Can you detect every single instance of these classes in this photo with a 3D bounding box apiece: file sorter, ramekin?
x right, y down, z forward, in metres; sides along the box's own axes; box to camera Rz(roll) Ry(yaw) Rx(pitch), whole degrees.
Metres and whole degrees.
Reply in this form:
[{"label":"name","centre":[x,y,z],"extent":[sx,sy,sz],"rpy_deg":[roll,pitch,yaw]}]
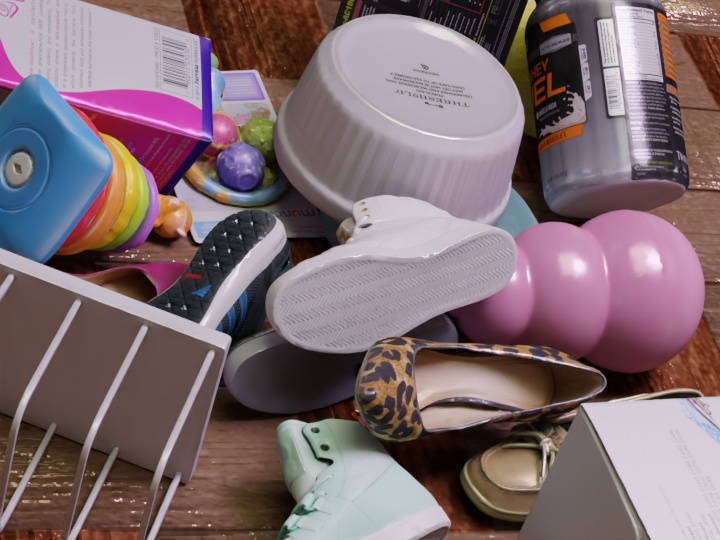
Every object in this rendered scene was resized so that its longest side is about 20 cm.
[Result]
[{"label":"file sorter","centre":[-0.206,0.092,1.286],"extent":[0.199,0.139,0.125],"rpy_deg":[21,43,2]},{"label":"ramekin","centre":[0.037,-0.118,1.585],"extent":[0.201,0.095,0.203],"rpy_deg":[14,38,-11]}]

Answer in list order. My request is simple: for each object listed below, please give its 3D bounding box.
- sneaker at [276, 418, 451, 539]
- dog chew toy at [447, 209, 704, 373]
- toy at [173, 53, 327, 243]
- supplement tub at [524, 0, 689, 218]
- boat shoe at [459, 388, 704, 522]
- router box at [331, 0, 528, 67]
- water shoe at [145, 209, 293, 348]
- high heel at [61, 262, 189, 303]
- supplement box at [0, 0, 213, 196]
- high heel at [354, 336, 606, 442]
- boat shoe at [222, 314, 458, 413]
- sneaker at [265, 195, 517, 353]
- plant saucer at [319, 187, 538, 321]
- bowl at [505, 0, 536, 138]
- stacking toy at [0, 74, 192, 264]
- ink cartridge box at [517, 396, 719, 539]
[{"label":"sneaker","centre":[-0.044,0.162,1.316],"extent":[0.200,0.074,0.118],"rpy_deg":[-15,56,-47]},{"label":"dog chew toy","centre":[0.158,0.017,1.527],"extent":[0.199,0.125,0.125],"rpy_deg":[-2,44,-18]},{"label":"toy","centre":[-0.104,-0.108,1.621],"extent":[0.114,0.047,0.201],"rpy_deg":[-4,44,-24]},{"label":"supplement tub","centre":[0.202,-0.153,1.674],"extent":[0.122,0.122,0.201],"rpy_deg":[0,75,-22]},{"label":"boat shoe","centre":[0.162,0.127,1.447],"extent":[0.199,0.063,0.073],"rpy_deg":[-7,46,-28]},{"label":"router box","centre":[0.059,-0.219,1.693],"extent":[0.149,0.201,0.062],"rpy_deg":[19,31,0]},{"label":"water shoe","centre":[-0.109,0.045,1.423],"extent":[0.071,0.079,0.200],"rpy_deg":[15,52,41]},{"label":"high heel","centre":[-0.182,0.014,1.413],"extent":[0.067,0.096,0.200],"rpy_deg":[40,44,23]},{"label":"supplement box","centre":[-0.222,-0.136,1.519],"extent":[0.199,0.103,0.102],"rpy_deg":[15,53,-27]},{"label":"high heel","centre":[0.082,0.077,1.374],"extent":[0.142,0.072,0.200],"rpy_deg":[-5,-3,20]},{"label":"boat shoe","centre":[-0.022,0.050,1.462],"extent":[0.199,0.070,0.066],"rpy_deg":[-12,41,-33]},{"label":"sneaker","centre":[0.000,0.000,1.444],"extent":[0.199,0.074,0.115],"rpy_deg":[-13,23,-30]},{"label":"plant saucer","centre":[0.066,-0.040,1.612],"extent":[0.199,0.036,0.201],"rpy_deg":[14,39,-12]},{"label":"bowl","centre":[0.198,-0.210,1.811],"extent":[0.199,0.108,0.201],"rpy_deg":[12,40,-10]},{"label":"stacking toy","centre":[-0.189,-0.054,1.476],"extent":[0.116,0.110,0.200],"rpy_deg":[46,15,28]},{"label":"ink cartridge box","centre":[0.235,0.184,1.346],"extent":[0.199,0.147,0.146],"rpy_deg":[-1,44,-23]}]
